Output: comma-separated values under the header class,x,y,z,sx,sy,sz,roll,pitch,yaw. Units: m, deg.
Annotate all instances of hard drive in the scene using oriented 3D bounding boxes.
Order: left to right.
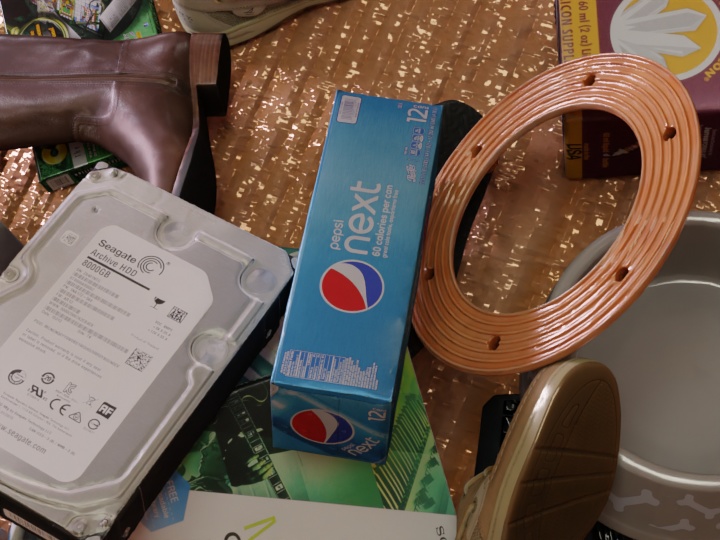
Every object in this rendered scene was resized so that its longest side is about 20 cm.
class,x,y,z,sx,sy,sz,roll,pitch,yaw
hard drive,-0.138,0.043,0.820,0.139,0.038,0.200,27,57,15

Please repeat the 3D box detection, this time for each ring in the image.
class,x,y,z,sx,sy,sz,roll,pitch,yaw
ring,0.104,-0.031,0.847,0.200,0.019,0.201,-29,42,31

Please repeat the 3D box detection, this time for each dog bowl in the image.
class,x,y,z,sx,sy,sz,roll,pitch,yaw
dog bowl,0.189,0.054,0.868,0.199,0.059,0.201,-2,58,4

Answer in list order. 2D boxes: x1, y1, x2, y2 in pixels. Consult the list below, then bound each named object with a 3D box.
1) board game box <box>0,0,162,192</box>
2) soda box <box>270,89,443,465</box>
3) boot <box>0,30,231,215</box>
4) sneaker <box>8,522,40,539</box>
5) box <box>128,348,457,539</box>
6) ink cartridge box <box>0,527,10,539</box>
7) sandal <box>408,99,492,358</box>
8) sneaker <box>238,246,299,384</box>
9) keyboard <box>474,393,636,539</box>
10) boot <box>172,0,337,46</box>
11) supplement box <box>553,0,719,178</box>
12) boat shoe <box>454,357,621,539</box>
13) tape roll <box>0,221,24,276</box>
class,x,y,z,sx,sy,sz,roll,pitch,yaw
board game box,-0.188,-0.159,1.050,0.104,0.023,0.201,-17,67,1
soda box,0.000,0.000,0.838,0.064,0.068,0.201,9,54,4
boot,-0.190,-0.078,0.968,0.199,0.064,0.187,1,52,7
sneaker,-0.161,0.124,0.910,0.072,0.073,0.201,10,70,14
box,-0.049,0.132,0.850,0.199,0.036,0.145,-18,94,-16
ink cartridge box,-0.306,0.232,0.889,0.164,0.075,0.201,7,69,10
sandal,0.026,-0.015,0.941,0.075,0.048,0.201,42,59,-21
sneaker,-0.054,0.074,0.911,0.093,0.070,0.201,-14,65,10
keyboard,0.109,0.165,0.868,0.104,0.040,0.201,3,70,11
boot,-0.042,-0.234,0.984,0.199,0.155,0.072,-29,67,-3
supplement box,0.220,-0.127,0.938,0.199,0.086,0.111,-4,68,8
boat shoe,0.078,0.133,0.818,0.064,0.071,0.201,33,111,49
tape roll,-0.291,-0.054,0.930,0.200,0.200,0.066,39,79,20
